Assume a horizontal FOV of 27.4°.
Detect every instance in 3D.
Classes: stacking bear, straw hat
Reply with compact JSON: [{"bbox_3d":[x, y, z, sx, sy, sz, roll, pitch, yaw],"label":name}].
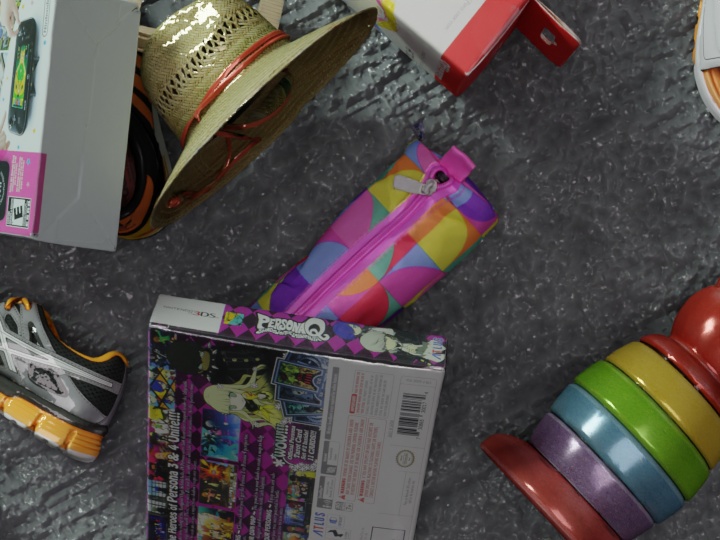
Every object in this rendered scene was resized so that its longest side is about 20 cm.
[{"bbox_3d":[0.193,0.091,0.956,0.200,0.114,0.122,-44,90,-3],"label":"stacking bear"},{"bbox_3d":[-0.088,-0.121,0.914,0.201,0.201,0.085,-43,88,2],"label":"straw hat"}]

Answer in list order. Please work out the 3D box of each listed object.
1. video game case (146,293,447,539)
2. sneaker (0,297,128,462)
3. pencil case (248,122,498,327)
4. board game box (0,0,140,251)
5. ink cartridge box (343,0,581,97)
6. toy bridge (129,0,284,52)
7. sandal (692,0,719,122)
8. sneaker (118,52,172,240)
[{"bbox_3d":[-0.046,0.112,0.941,0.180,0.036,0.201,8,129,2],"label":"video game case"},{"bbox_3d":[-0.245,0.047,0.987,0.199,0.078,0.078,33,79,-3],"label":"sneaker"},{"bbox_3d":[0.000,0.000,0.969,0.088,0.088,0.200,45,93,0],"label":"pencil case"},{"bbox_3d":[-0.223,-0.096,0.923,0.064,0.199,0.149,6,91,-42],"label":"board game box"},{"bbox_3d":[0.040,-0.179,0.946,0.200,0.116,0.067,40,91,1],"label":"ink cartridge box"},{"bbox_3d":[-0.150,-0.178,0.961,0.199,0.027,0.068,17,56,-12],"label":"toy bridge"},{"bbox_3d":[0.262,-0.191,0.968,0.078,0.059,0.208,0,91,2],"label":"sandal"},{"bbox_3d":[-0.172,-0.118,0.966,0.069,0.090,0.202,-17,90,2],"label":"sneaker"}]
